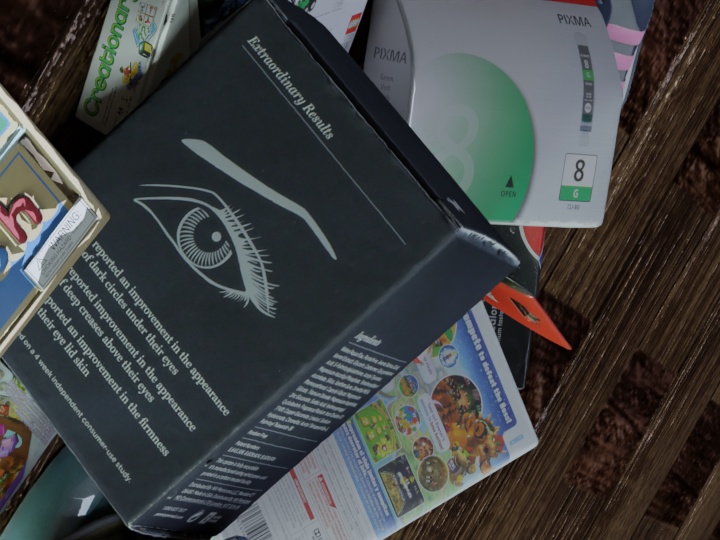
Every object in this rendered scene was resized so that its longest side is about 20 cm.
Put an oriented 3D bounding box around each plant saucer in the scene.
[{"bbox_3d":[-0.142,0.156,1.467,0.200,0.027,0.200,-48,157,-29],"label":"plant saucer"}]

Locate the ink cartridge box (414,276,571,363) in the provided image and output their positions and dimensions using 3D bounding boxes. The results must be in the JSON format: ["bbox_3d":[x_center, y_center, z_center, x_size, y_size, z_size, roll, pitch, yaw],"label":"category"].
[{"bbox_3d":[0.000,0.000,1.341,0.050,0.200,0.109,-59,159,-6],"label":"ink cartridge box"}]

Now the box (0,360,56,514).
[{"bbox_3d":[-0.211,0.085,1.189,0.137,0.039,0.200,-56,160,-13],"label":"box"}]

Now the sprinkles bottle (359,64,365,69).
[{"bbox_3d":[-0.001,-0.018,1.508,0.068,0.068,0.200,-41,152,-42],"label":"sprinkles bottle"}]

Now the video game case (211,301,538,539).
[{"bbox_3d":[-0.008,0.072,1.431,0.200,0.018,0.143,-28,101,-29],"label":"video game case"}]

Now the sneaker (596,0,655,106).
[{"bbox_3d":[0.131,-0.134,1.664,0.082,0.070,0.200,-52,157,-31],"label":"sneaker"}]

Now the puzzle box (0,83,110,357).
[{"bbox_3d":[-0.196,0.010,1.071,0.200,0.025,0.133,-54,134,-17],"label":"puzzle box"}]

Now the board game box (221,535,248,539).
[{"bbox_3d":[-0.099,0.168,1.252,0.200,0.062,0.200,-19,173,-34],"label":"board game box"}]

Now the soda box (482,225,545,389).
[{"bbox_3d":[0.070,-0.035,1.531,0.063,0.071,0.200,61,35,-89],"label":"soda box"}]

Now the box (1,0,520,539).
[{"bbox_3d":[-0.055,0.001,1.211,0.200,0.148,0.104,-41,162,8],"label":"box"}]

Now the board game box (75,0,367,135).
[{"bbox_3d":[-0.049,-0.140,1.278,0.200,0.035,0.126,-27,142,-57],"label":"board game box"}]

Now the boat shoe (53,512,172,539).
[{"bbox_3d":[-0.106,0.148,1.402,0.202,0.074,0.065,-19,135,-50],"label":"boat shoe"}]

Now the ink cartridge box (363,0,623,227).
[{"bbox_3d":[0.075,-0.124,1.421,0.161,0.050,0.200,2,102,-43],"label":"ink cartridge box"}]
